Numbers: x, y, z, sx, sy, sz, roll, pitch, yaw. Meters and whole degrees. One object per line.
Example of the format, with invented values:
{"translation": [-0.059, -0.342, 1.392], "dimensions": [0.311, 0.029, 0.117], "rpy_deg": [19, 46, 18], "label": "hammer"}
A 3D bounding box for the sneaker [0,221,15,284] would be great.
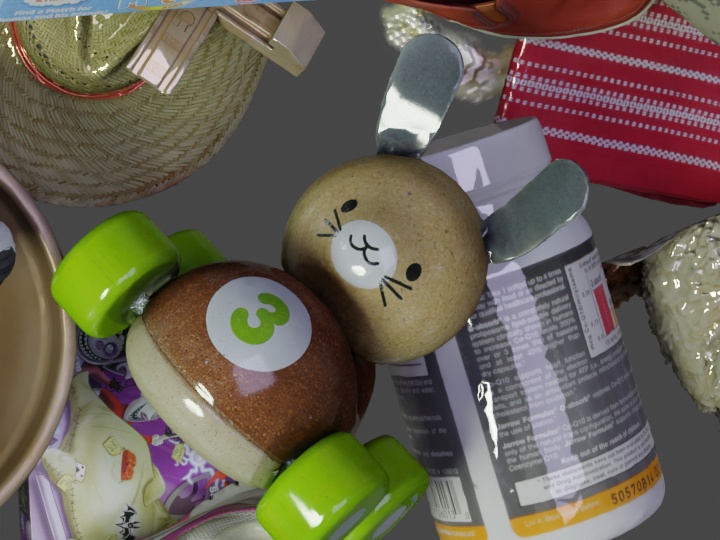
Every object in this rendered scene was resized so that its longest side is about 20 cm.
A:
{"translation": [-0.240, -0.002, 0.970], "dimensions": [0.200, 0.076, 0.077], "rpy_deg": [-11, 98, -19], "label": "sneaker"}

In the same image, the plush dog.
{"translation": [0.211, 0.051, 1.189], "dimensions": [0.160, 0.200, 0.172], "rpy_deg": [-23, 88, 16], "label": "plush dog"}

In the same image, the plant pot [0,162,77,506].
{"translation": [-0.234, 0.029, 1.061], "dimensions": [0.200, 0.093, 0.201], "rpy_deg": [0, 90, -19], "label": "plant pot"}

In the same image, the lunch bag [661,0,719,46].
{"translation": [0.175, -0.226, 1.089], "dimensions": [0.168, 0.139, 0.200], "rpy_deg": [39, 67, 1], "label": "lunch bag"}

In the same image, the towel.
{"translation": [0.150, -0.133, 1.193], "dimensions": [0.144, 0.022, 0.200], "rpy_deg": [9, 106, -21], "label": "towel"}

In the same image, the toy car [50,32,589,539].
{"translation": [0.000, 0.000, 1.038], "dimensions": [0.200, 0.158, 0.164], "rpy_deg": [-45, 77, 6], "label": "toy car"}

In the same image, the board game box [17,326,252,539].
{"translation": [-0.103, 0.113, 1.141], "dimensions": [0.120, 0.032, 0.200], "rpy_deg": [-4, 92, -23], "label": "board game box"}

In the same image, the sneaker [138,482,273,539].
{"translation": [-0.090, 0.156, 1.084], "dimensions": [0.200, 0.088, 0.081], "rpy_deg": [-30, 100, -17], "label": "sneaker"}

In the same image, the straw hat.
{"translation": [-0.117, -0.130, 1.102], "dimensions": [0.201, 0.085, 0.201], "rpy_deg": [0, 90, -19], "label": "straw hat"}

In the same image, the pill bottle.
{"translation": [0.069, 0.034, 1.150], "dimensions": [0.116, 0.116, 0.200], "rpy_deg": [-18, 96, -18], "label": "pill bottle"}

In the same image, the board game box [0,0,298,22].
{"translation": [-0.108, -0.206, 1.036], "dimensions": [0.151, 0.037, 0.200], "rpy_deg": [-7, 69, -26], "label": "board game box"}

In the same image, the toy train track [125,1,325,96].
{"translation": [-0.100, -0.155, 1.052], "dimensions": [0.200, 0.033, 0.115], "rpy_deg": [33, 62, -11], "label": "toy train track"}

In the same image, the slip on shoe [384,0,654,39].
{"translation": [0.065, -0.144, 1.108], "dimensions": [0.200, 0.061, 0.074], "rpy_deg": [6, 106, -33], "label": "slip on shoe"}
